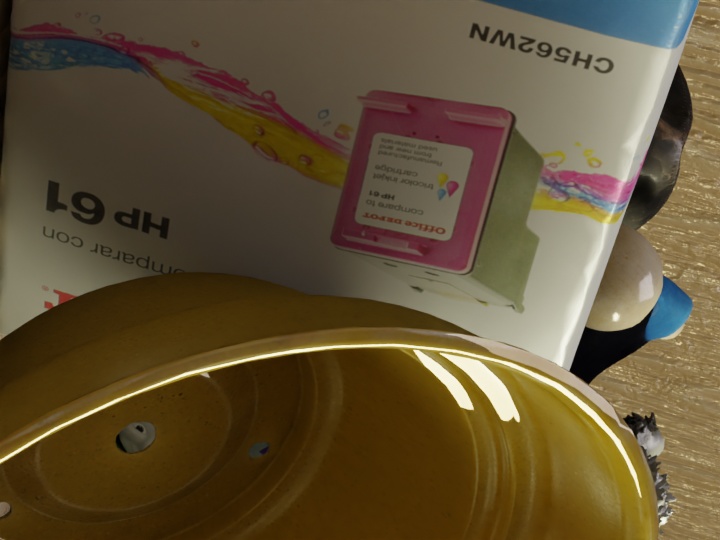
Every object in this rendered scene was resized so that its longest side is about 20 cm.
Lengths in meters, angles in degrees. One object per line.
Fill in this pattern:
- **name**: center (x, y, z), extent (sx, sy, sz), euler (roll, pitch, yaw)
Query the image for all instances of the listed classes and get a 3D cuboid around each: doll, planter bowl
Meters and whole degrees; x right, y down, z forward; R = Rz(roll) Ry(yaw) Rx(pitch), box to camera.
- **doll**: center (0.064, 0.037, 0.919), extent (0.048, 0.136, 0.200), euler (65, -27, 13)
- **planter bowl**: center (-0.041, 0.062, 0.527), extent (0.083, 0.200, 0.200), euler (-119, -149, -42)

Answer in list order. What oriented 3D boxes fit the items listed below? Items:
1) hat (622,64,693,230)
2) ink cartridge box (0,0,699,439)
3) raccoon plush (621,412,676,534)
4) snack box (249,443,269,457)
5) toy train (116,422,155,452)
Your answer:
- **hat**: center (0.085, -0.055, 0.938), extent (0.201, 0.081, 0.201), euler (-163, -90, -83)
- **ink cartridge box**: center (-0.001, -0.055, 0.541), extent (0.200, 0.144, 0.085), euler (103, 5, -48)
- **raccoon plush**: center (0.064, 0.063, 0.855), extent (0.134, 0.097, 0.200), euler (-79, 157, -51)
- **snack box**: center (-0.018, 0.119, 0.823), extent (0.142, 0.053, 0.200), euler (64, -11, -11)
- **toy train**: center (-0.055, 0.009, 0.815), extent (0.056, 0.042, 0.200), euler (-46, -164, 36)
